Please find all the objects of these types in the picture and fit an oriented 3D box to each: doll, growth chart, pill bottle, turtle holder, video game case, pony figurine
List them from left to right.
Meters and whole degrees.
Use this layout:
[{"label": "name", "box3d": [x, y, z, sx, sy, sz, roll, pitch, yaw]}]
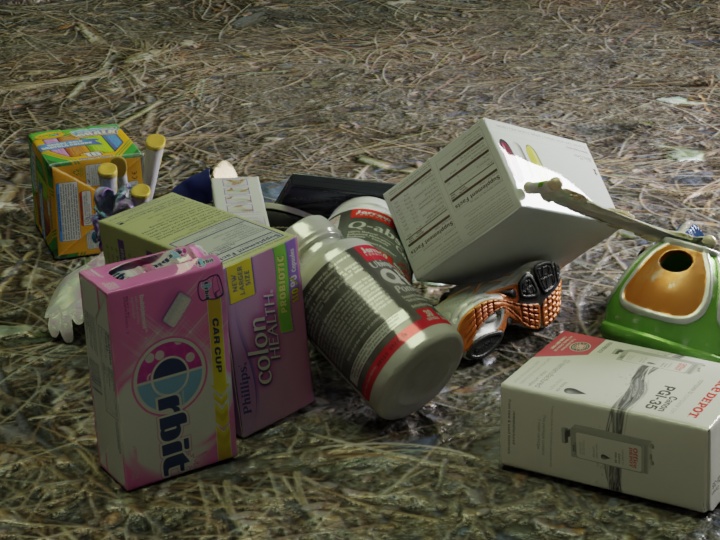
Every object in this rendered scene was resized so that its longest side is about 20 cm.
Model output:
[{"label": "pony figurine", "box3d": [-0.254, -0.022, 1.830, 0.165, 0.202, 0.194, 6, 36, 0]}, {"label": "doll", "box3d": [-0.212, -0.048, 1.940, 0.199, 0.137, 0.048, -27, 11, 34]}, {"label": "video game case", "box3d": [-0.025, -0.078, 1.954, 0.141, 0.019, 0.200, 6, -10, -9]}, {"label": "pill bottle", "box3d": [-0.002, 0.040, 1.608, 0.110, 0.111, 0.200, -19, 53, -40]}, {"label": "pill bottle", "box3d": [0.000, 0.000, 1.792, 0.114, 0.117, 0.200, 0, 25, 4]}, {"label": "growth chart", "box3d": [0.255, -0.053, 1.648, 0.198, 0.018, 0.145, 19, -1, -12]}, {"label": "turtle holder", "box3d": [0.322, 0.046, 1.619, 0.184, 0.133, 0.140, 17, -1, -35]}]

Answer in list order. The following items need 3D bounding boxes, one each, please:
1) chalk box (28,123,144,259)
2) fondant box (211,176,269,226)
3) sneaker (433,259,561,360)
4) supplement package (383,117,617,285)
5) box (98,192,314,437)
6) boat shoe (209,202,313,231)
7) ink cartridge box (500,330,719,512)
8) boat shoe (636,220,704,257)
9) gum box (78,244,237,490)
[{"label": "chalk box", "box3d": [-0.353, -0.109, 2.117, 0.123, 0.126, 0.200, -8, 20, -19]}, {"label": "fondant box", "box3d": [-0.126, -0.004, 1.785, 0.058, 0.146, 0.200, -5, 21, -7]}, {"label": "sneaker", "box3d": [0.137, 0.032, 1.781, 0.091, 0.077, 0.199, 11, 22, 41]}, {"label": "supplement package", "box3d": [0.156, -0.065, 1.796, 0.155, 0.112, 0.199, -36, -26, 32]}, {"label": "box", "box3d": [-0.151, 0.039, 1.620, 0.096, 0.178, 0.199, -24, 29, -36]}, {"label": "boat shoe", "box3d": [-0.124, -0.048, 1.964, 0.198, 0.061, 0.074, 11, -15, 22]}, {"label": "ink cartridge box", "box3d": [0.243, 0.131, 1.487, 0.198, 0.084, 0.146, 10, 23, 29]}, {"label": "boat shoe", "box3d": [0.346, -0.010, 1.861, 0.072, 0.073, 0.200, -24, -9, 22]}, {"label": "gum box", "box3d": [-0.180, 0.080, 1.482, 0.113, 0.202, 0.066, -15, 24, -29]}]
